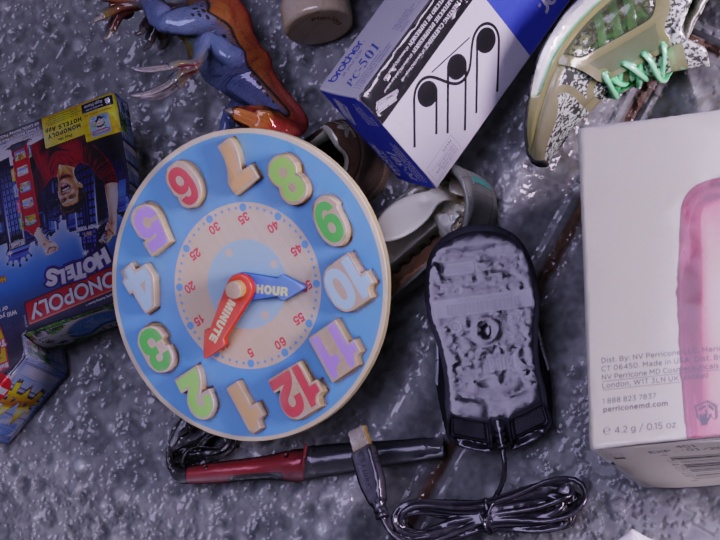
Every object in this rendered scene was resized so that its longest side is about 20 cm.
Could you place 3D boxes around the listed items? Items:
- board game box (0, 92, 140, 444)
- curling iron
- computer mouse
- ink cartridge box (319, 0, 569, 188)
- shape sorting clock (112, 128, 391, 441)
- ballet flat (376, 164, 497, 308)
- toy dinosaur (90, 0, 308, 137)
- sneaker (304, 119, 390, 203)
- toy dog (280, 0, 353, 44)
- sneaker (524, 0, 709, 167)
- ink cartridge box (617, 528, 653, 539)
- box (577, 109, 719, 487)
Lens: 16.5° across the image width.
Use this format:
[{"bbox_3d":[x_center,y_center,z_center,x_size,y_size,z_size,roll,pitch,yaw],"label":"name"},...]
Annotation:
[{"bbox_3d":[-0.227,0.006,1.704,0.199,0.062,0.201,-18,69,19],"label":"board game box"},{"bbox_3d":[-0.040,0.116,1.614,0.199,0.026,0.050,-1,78,22],"label":"curling iron"},{"bbox_3d":[0.057,0.079,1.567,0.139,0.046,0.201,-13,78,3],"label":"computer mouse"},{"bbox_3d":[0.066,-0.161,1.584,0.044,0.094,0.200,18,67,50],"label":"ink cartridge box"},{"bbox_3d":[-0.073,0.009,1.583,0.199,0.039,0.202,3,98,22],"label":"shape sorting clock"},{"bbox_3d":[0.000,0.000,1.610,0.200,0.064,0.068,-39,65,9],"label":"ballet flat"},{"bbox_3d":[-0.094,-0.150,1.659,0.181,0.105,0.201,20,83,33],"label":"toy dinosaur"},{"bbox_3d":[-0.071,-0.029,1.641,0.200,0.076,0.070,-45,64,5],"label":"sneaker"},{"bbox_3d":[0.015,-0.234,1.653,0.200,0.096,0.132,-36,65,10],"label":"toy dog"},{"bbox_3d":[0.177,-0.144,1.577,0.088,0.077,0.201,34,92,19],"label":"sneaker"},{"bbox_3d":[0.134,0.271,1.463,0.200,0.084,0.145,-38,64,8],"label":"ink cartridge box"},{"bbox_3d":[0.201,0.019,1.484,0.108,0.128,0.201,-6,73,21],"label":"box"}]
